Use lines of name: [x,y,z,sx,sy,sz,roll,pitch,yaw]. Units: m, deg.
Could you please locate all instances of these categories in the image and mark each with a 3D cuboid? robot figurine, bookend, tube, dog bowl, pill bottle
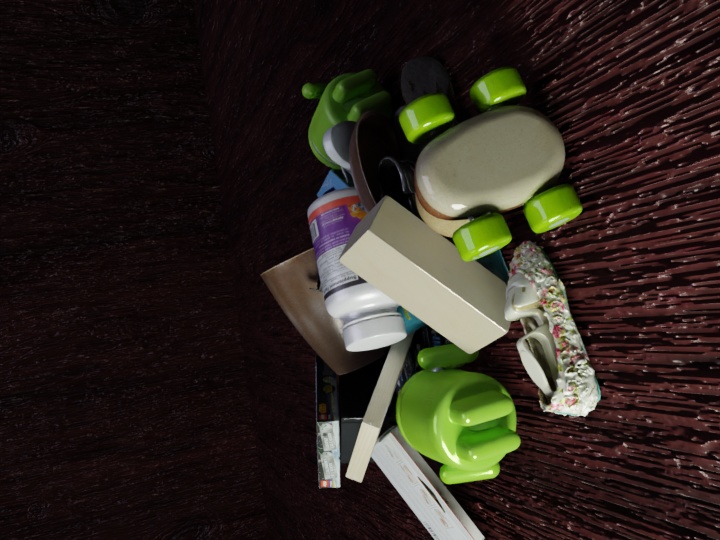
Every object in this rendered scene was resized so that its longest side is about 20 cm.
robot figurine: [-0.019,-0.239,1.143,0.176,0.115,0.200,56,156,5]
bookend: [0.009,0.267,1.208,0.200,0.091,0.200,-96,6,-64]
robot figurine: [0.117,0.184,0.891,0.200,0.115,0.177,170,87,-69]
tube: [0.116,0.025,0.920,0.200,0.050,0.078,-35,67,44]
dog bowl: [0.000,-0.118,1.153,0.200,0.111,0.050,-130,54,-61]
pill bottle: [0.000,0.000,0.941,0.111,0.111,0.201,130,130,-65]

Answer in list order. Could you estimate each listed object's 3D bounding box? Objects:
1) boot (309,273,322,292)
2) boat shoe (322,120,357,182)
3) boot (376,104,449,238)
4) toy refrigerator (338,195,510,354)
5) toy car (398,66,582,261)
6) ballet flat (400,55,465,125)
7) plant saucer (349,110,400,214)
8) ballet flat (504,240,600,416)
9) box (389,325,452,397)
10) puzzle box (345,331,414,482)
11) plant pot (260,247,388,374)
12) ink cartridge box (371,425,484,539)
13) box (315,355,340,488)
boot: [0.013,-0.046,1.034,0.077,0.137,0.202,-177,99,-78]
boat shoe: [-0.002,-0.166,1.004,0.068,0.199,0.074,-17,89,33]
boot: [0.067,-0.135,0.903,0.070,0.131,0.201,-30,72,33]
toy refrigerator: [0.082,0.005,0.825,0.076,0.199,0.070,-43,16,50]
toy car: [0.123,-0.091,0.776,0.200,0.157,0.165,110,138,-77]
ballet flat: [0.105,-0.198,0.906,0.201,0.067,0.046,67,-174,31]
plant saucer: [0.041,-0.115,0.940,0.032,0.200,0.202,-21,73,29]
ballet flat: [0.190,0.058,0.741,0.076,0.063,0.201,113,145,-57]
box: [0.094,0.132,1.070,0.159,0.046,0.202,171,91,-71]
puzzle box: [0.031,0.177,0.984,0.200,0.025,0.134,-64,-10,-46]
plant pot: [-0.036,0.058,1.141,0.201,0.186,0.187,65,160,0]
ink cartridge box: [0.098,0.310,0.997,0.200,0.043,0.174,51,157,12]
box: [-0.058,0.258,1.231,0.200,0.040,0.138,-99,7,-65]
